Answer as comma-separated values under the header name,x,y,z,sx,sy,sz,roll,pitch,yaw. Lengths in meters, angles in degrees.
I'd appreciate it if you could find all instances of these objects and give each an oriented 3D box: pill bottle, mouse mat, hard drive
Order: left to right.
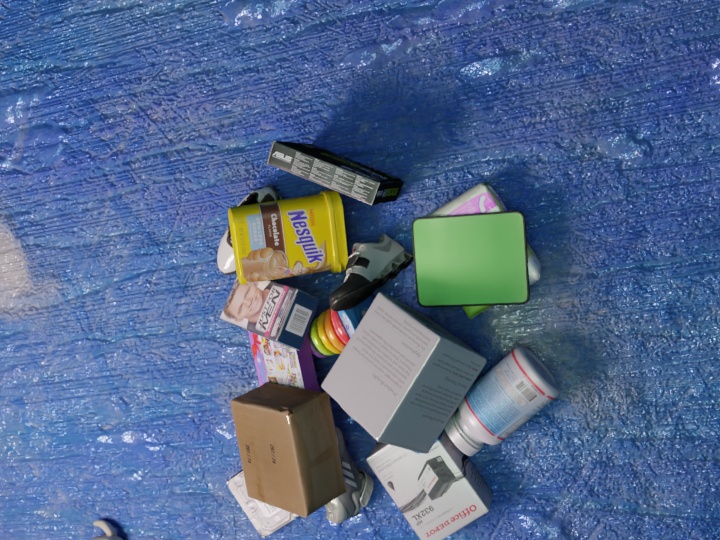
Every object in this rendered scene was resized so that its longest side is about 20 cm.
name,x,y,z,sx,sy,sz,roll,pitch,yaw
hard drive,-0.156,0.428,1.488,0.199,0.038,0.140,-35,86,17
mouse mat,0.189,-0.017,1.285,0.198,0.008,0.162,-2,97,18
pill bottle,0.245,0.236,1.317,0.200,0.109,0.109,-43,85,16

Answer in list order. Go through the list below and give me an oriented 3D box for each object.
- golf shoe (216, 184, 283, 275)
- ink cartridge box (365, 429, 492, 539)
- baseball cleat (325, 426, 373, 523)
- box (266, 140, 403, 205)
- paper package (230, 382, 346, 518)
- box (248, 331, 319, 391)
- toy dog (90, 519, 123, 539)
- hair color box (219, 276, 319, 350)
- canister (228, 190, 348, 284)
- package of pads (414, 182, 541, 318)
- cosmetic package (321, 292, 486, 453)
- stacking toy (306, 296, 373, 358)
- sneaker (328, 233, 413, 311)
name,x,y,z,sx,sy,sz,roll,pitch,yaw
golf shoe,-0.230,-0.079,1.414,0.078,0.094,0.201,36,105,15
ink cartridge box,0.129,0.385,1.379,0.145,0.084,0.201,-36,86,15
baseball cleat,-0.029,0.380,1.416,0.070,0.106,0.202,26,120,53
box,-0.038,-0.172,1.301,0.199,0.193,0.048,23,101,12
paper package,-0.134,0.318,1.349,0.190,0.103,0.202,1,105,46
box,-0.140,0.206,1.419,0.136,0.039,0.202,-4,101,44
toy dog,-0.602,0.652,1.587,0.199,0.139,0.195,-21,78,16
hair color box,-0.171,0.072,1.370,0.199,0.060,0.101,12,77,49
canister,-0.131,-0.058,1.347,0.198,0.087,0.150,-9,105,-13
package of pads,0.212,-0.039,1.315,0.154,0.068,0.201,-31,89,18
cosmetic package,0.075,0.178,1.284,0.165,0.165,0.201,37,96,42
stacking toy,-0.063,0.122,1.404,0.199,0.110,0.117,-28,87,31
sneaker,0.000,0.000,1.329,0.089,0.200,0.074,47,141,11
